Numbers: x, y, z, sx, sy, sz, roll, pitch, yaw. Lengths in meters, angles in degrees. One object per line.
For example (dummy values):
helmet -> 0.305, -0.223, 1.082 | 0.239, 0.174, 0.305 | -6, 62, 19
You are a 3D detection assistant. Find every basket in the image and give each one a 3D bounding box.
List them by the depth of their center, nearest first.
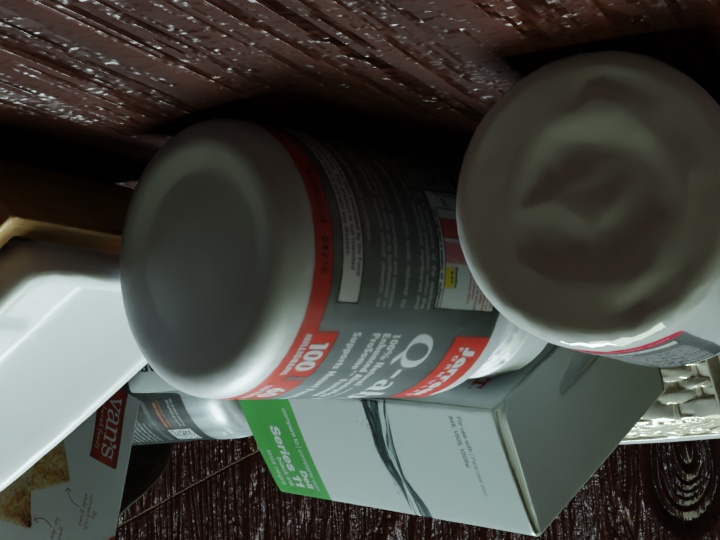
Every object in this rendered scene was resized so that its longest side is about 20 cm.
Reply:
basket -> 0.263, 0.093, 1.384 | 0.198, 0.137, 0.123 | -7, 169, 25

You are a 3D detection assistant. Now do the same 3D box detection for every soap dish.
soap dish -> -0.182, 0.032, 0.688 | 0.200, 0.082, 0.157 | -40, 159, 19

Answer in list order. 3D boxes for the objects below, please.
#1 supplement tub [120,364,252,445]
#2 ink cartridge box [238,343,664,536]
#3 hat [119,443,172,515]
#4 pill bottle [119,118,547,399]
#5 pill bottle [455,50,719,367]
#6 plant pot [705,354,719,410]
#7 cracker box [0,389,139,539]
supplement tub -> -0.158, 0.057, 0.986 | 0.198, 0.124, 0.122 | -7, 171, 23
ink cartridge box -> 0.051, 0.065, 0.829 | 0.199, 0.084, 0.146 | 1, -149, 45
hat -> -0.238, 0.098, 1.100 | 0.198, 0.203, 0.081 | -3, 150, -4
pill bottle -> 0.000, 0.000, 0.662 | 0.115, 0.117, 0.199 | -10, 170, 43
pill bottle -> 0.120, -0.016, 0.613 | 0.109, 0.112, 0.200 | -6, 171, 22
plant pot -> 0.275, 0.023, 0.776 | 0.182, 0.203, 0.200 | -17, 170, 10
cracker box -> -0.221, 0.100, 0.829 | 0.057, 0.135, 0.200 | -16, 143, 33
